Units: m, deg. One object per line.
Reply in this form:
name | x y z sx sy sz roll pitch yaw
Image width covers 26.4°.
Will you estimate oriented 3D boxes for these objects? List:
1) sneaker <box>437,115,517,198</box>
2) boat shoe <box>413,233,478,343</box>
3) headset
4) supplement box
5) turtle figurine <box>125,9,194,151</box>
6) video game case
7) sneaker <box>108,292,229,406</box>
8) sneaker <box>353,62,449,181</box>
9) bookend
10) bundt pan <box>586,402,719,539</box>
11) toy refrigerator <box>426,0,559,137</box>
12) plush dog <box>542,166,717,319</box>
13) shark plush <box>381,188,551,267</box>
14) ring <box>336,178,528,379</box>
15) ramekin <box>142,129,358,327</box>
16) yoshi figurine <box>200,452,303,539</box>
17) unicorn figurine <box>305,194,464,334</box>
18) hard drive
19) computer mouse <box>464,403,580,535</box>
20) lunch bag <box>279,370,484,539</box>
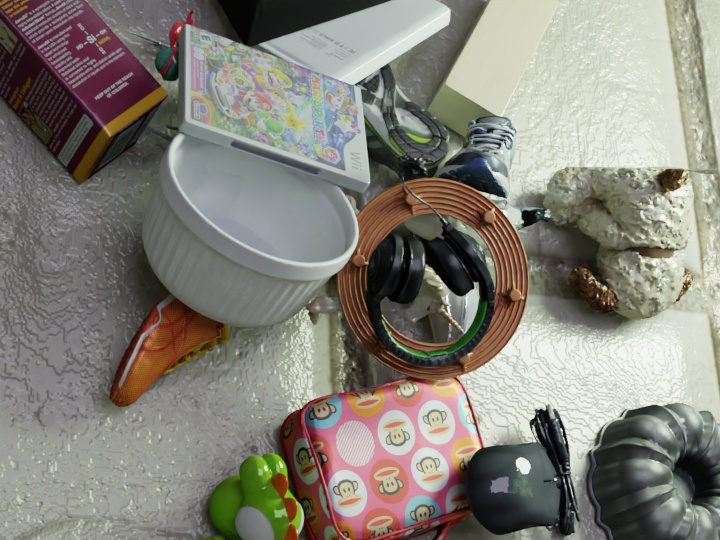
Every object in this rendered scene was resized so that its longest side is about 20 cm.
sneaker | 0.130 -0.127 1.636 0.077 0.200 0.085 13 94 5
boat shoe | 0.083 0.012 1.624 0.066 0.072 0.201 10 63 -18
headset | 0.061 -0.009 1.482 0.123 0.094 0.201 -8 104 -13
supplement box | -0.297 -0.201 1.498 0.200 0.110 0.086 48 55 -1
turtle figurine | -0.151 -0.182 1.578 0.200 0.101 0.150 22 60 -24
video game case | -0.085 -0.161 1.513 0.200 0.018 0.143 18 43 -24
sneaker | -0.169 0.059 1.471 0.077 0.073 0.200 39 56 -3
sneaker | 0.017 -0.165 1.670 0.074 0.081 0.200 -23 61 -26
bookend | -0.076 -0.370 1.663 0.200 0.092 0.199 -21 69 -23
bundt pan | 0.349 0.233 1.658 0.201 0.076 0.202 11 65 -23
toy refrigerator | 0.153 -0.247 1.776 0.076 0.070 0.200 30 57 -4
plush dog | 0.320 -0.030 1.734 0.199 0.160 0.172 -2 96 -26
shark plush | 0.123 -0.069 1.619 0.200 0.091 0.083 -13 33 -28
ring | 0.075 0.008 1.518 0.200 0.019 0.201 1 87 -14
ramekin | -0.113 -0.038 1.459 0.200 0.105 0.200 23 33 -16
yoshi figurine | -0.093 0.271 1.421 0.112 0.112 0.201 -7 84 13
unicorn figurine | 0.000 0.000 1.553 0.137 0.074 0.200 -27 75 -6
hard drive | -0.015 -0.264 1.685 0.132 0.027 0.200 32 51 29
computer mouse | 0.174 0.208 1.537 0.200 0.053 0.139 -2 79 -57
lunch bag | 0.032 0.199 1.507 0.200 0.082 0.177 -9 73 -30
